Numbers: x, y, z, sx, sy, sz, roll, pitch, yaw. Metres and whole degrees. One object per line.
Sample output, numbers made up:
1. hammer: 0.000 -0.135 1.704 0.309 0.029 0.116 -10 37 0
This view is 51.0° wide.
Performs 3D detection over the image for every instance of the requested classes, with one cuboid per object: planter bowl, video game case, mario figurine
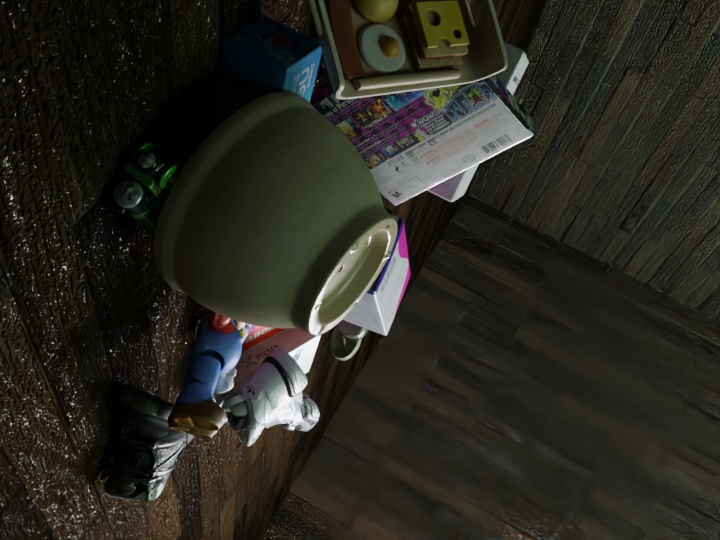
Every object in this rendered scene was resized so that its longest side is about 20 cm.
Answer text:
1. planter bowl: -0.055 -0.029 0.643 0.200 0.135 0.200 -48 163 -19
2. video game case: 0.061 -0.171 0.847 0.200 0.181 0.036 -25 -138 34
3. mario figurine: -0.129 0.070 0.779 0.106 0.123 0.201 36 56 -45

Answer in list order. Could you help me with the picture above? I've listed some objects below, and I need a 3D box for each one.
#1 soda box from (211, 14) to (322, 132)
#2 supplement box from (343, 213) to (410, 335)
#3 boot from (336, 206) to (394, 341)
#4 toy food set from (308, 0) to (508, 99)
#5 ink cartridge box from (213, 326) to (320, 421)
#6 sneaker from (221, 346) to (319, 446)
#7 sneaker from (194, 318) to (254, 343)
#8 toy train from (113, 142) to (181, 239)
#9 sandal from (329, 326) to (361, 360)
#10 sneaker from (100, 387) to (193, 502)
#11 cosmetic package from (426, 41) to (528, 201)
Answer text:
1. soda box: -0.096 -0.125 0.705 0.068 0.064 0.200 -53 166 -47
2. supplement box: 0.000 0.000 0.978 0.200 0.103 0.101 71 40 -68
3. boot: 0.002 0.004 1.154 0.131 0.068 0.200 48 62 -76
4. toy food set: 0.041 -0.239 0.675 0.200 0.144 0.060 -15 179 -32
5. ink cartridge box: -0.139 0.120 1.052 0.200 0.044 0.174 -28 151 -37
6. sneaker: -0.127 0.192 1.046 0.115 0.075 0.200 -37 150 -18
7. sneaker: -0.134 0.008 0.908 0.200 0.069 0.100 -61 179 16
8. toy train: -0.161 -0.049 0.650 0.056 0.042 0.200 -50 169 -8
9. sandal: -0.025 0.122 1.858 0.201 0.080 0.057 -68 154 -5
10. sneaker: -0.236 0.195 0.826 0.200 0.076 0.114 110 4 -68
11. cosmetic package: 0.083 -0.224 0.983 0.200 0.199 0.123 -64 171 15
